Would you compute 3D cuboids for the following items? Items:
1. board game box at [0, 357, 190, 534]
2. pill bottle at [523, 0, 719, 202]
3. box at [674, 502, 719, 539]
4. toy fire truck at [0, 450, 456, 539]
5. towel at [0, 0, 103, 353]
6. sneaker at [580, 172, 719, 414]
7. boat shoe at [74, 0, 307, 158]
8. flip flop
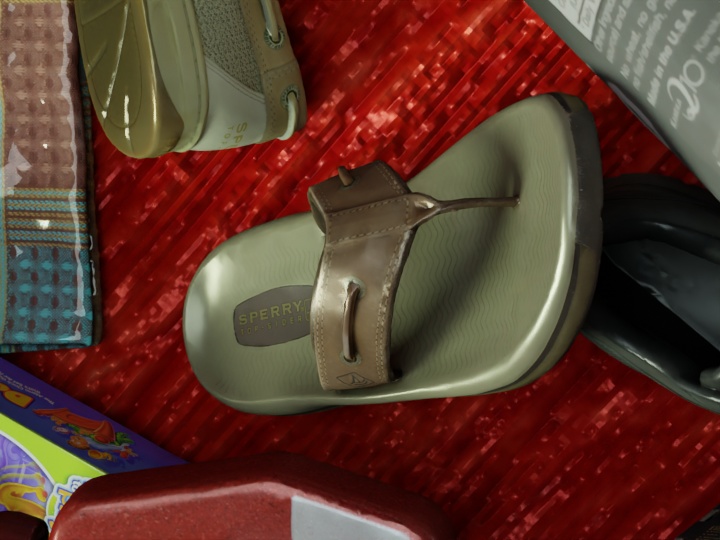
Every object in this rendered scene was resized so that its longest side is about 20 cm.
[{"bbox_3d":[-0.159,0.122,0.914,0.134,0.045,0.200,28,106,10],"label":"board game box"},{"bbox_3d":[0.106,-0.097,0.772,0.114,0.114,0.200,-48,63,15],"label":"pill bottle"},{"bbox_3d":[0.184,0.104,0.752,0.200,0.161,0.049,6,97,16],"label":"box"},{"bbox_3d":[-0.055,0.148,0.837,0.168,0.112,0.200,17,107,5],"label":"toy fire truck"},{"bbox_3d":[-0.186,-0.041,0.933,0.200,0.022,0.147,-2,94,18],"label":"towel"},{"bbox_3d":[0.141,0.029,0.798,0.200,0.091,0.076,17,97,15],"label":"sneaker"},{"bbox_3d":[-0.060,-0.138,0.869,0.073,0.063,0.201,-14,84,63],"label":"boat shoe"},{"bbox_3d":[0.000,0.000,0.816,0.200,0.058,0.081,-16,71,49],"label":"flip flop"}]
